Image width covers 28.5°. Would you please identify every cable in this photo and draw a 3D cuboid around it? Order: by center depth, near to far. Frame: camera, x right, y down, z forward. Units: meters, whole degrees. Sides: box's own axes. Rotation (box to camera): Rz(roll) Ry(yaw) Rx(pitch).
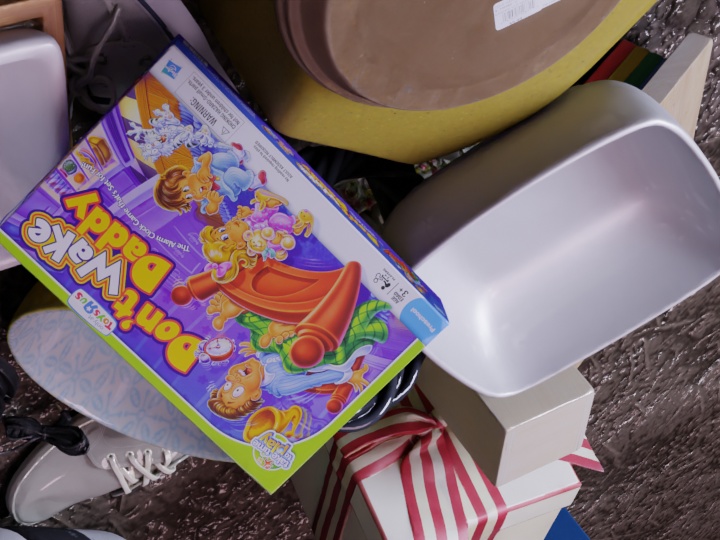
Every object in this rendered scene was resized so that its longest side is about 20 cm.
[{"bbox_3d":[0.000,0.000,0.851,0.050,0.165,0.200,-16,-168,35],"label":"cable"}]

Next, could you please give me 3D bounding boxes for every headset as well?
[{"bbox_3d":[-0.239,0.103,0.870,0.200,0.093,0.125,26,78,-80],"label":"headset"}]

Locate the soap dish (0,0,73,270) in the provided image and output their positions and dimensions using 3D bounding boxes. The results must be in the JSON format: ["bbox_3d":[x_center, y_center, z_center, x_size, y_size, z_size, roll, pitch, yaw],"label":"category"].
[{"bbox_3d":[-0.248,-0.062,0.725,0.198,0.081,0.159,-18,138,-25],"label":"soap dish"}]

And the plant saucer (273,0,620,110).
[{"bbox_3d":[0.056,-0.142,0.631,0.198,0.030,0.201,-21,147,-14],"label":"plant saucer"}]

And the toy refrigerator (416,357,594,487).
[{"bbox_3d":[0.075,0.053,1.014,0.075,0.200,0.071,-20,139,-23],"label":"toy refrigerator"}]

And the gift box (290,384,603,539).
[{"bbox_3d":[0.062,0.160,1.090,0.183,0.201,0.188,-20,149,-22],"label":"gift box"}]

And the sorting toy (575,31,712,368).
[{"bbox_3d":[0.172,-0.051,1.046,0.199,0.069,0.201,-47,152,-35],"label":"sorting toy"}]

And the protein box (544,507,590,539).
[{"bbox_3d":[0.101,0.279,1.266,0.134,0.199,0.202,-19,139,-24],"label":"protein box"}]

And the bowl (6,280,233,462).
[{"bbox_3d":[-0.110,0.030,0.894,0.201,0.198,0.109,62,39,-52],"label":"bowl"}]

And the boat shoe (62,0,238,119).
[{"bbox_3d":[-0.135,-0.113,0.771,0.086,0.074,0.202,-49,151,-10],"label":"boat shoe"}]

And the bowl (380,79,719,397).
[{"bbox_3d":[0.112,-0.024,0.848,0.198,0.075,0.200,-33,145,12],"label":"bowl"}]

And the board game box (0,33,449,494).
[{"bbox_3d":[-0.070,-0.001,0.737,0.134,0.045,0.200,-44,104,9],"label":"board game box"}]

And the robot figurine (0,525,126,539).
[{"bbox_3d":[-0.226,0.249,1.016,0.150,0.125,0.199,-46,149,15],"label":"robot figurine"}]

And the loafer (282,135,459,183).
[{"bbox_3d":[0.041,-0.103,0.933,0.198,0.070,0.070,-28,142,-15],"label":"loafer"}]

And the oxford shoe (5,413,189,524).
[{"bbox_3d":[-0.160,0.126,1.011,0.198,0.058,0.076,-29,146,-9],"label":"oxford shoe"}]

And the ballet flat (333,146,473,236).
[{"bbox_3d":[0.022,-0.041,0.987,0.199,0.064,0.076,-32,144,-9],"label":"ballet flat"}]

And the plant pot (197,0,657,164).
[{"bbox_3d":[0.021,-0.172,0.756,0.194,0.195,0.201,9,128,-44],"label":"plant pot"}]
